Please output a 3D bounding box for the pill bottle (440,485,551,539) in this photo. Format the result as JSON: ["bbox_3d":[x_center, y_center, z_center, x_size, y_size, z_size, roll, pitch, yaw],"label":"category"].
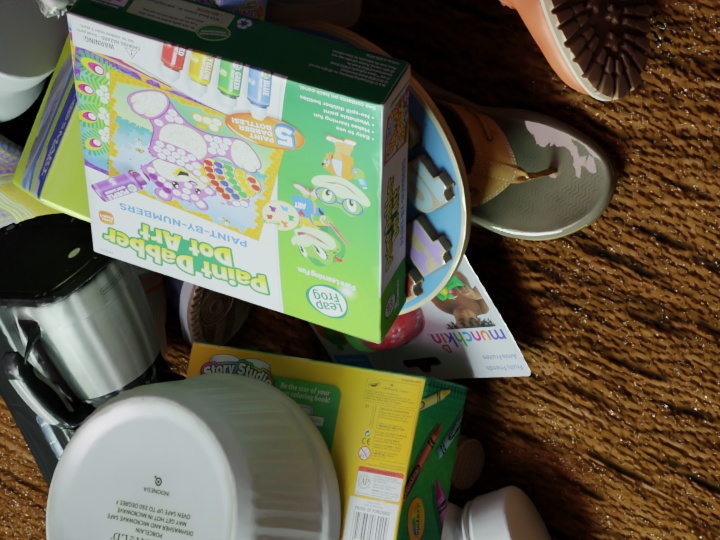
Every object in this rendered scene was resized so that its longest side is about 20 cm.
[{"bbox_3d":[0.033,0.227,1.657,0.200,0.113,0.113,-24,103,17],"label":"pill bottle"}]

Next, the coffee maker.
[{"bbox_3d":[-0.206,0.065,1.742,0.192,0.135,0.200,25,144,57],"label":"coffee maker"}]

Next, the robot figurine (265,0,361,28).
[{"bbox_3d":[-0.033,-0.239,1.423,0.170,0.113,0.200,-116,21,-46],"label":"robot figurine"}]

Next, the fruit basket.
[{"bbox_3d":[0.000,0.000,1.591,0.185,0.094,0.200,-5,118,47],"label":"fruit basket"}]

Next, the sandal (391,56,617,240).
[{"bbox_3d":[0.058,-0.075,1.459,0.200,0.054,0.080,26,104,8],"label":"sandal"}]

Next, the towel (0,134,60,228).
[{"bbox_3d":[-0.305,-0.069,1.772,0.143,0.023,0.200,-8,158,22],"label":"towel"}]

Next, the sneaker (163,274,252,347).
[{"bbox_3d":[-0.135,-0.038,1.715,0.108,0.070,0.200,31,140,32],"label":"sneaker"}]

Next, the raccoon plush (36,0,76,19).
[{"bbox_3d":[-0.242,-0.257,1.672,0.134,0.097,0.200,56,173,-26],"label":"raccoon plush"}]

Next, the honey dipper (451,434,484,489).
[{"bbox_3d":[0.003,0.114,1.722,0.200,0.038,0.038,16,129,40],"label":"honey dipper"}]

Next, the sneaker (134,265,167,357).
[{"bbox_3d":[-0.230,0.033,1.856,0.200,0.075,0.105,9,120,36],"label":"sneaker"}]

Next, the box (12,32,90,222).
[{"bbox_3d":[-0.183,-0.099,1.597,0.048,0.122,0.200,21,180,-16],"label":"box"}]

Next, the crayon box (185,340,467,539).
[{"bbox_3d":[-0.033,0.120,1.627,0.200,0.058,0.119,8,85,34],"label":"crayon box"}]

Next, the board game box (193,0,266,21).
[{"bbox_3d":[-0.112,-0.214,1.426,0.200,0.037,0.151,57,153,32],"label":"board game box"}]

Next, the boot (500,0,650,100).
[{"bbox_3d":[0.093,-0.183,1.379,0.107,0.075,0.200,-23,93,54],"label":"boot"}]

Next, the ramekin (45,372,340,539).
[{"bbox_3d":[-0.120,0.164,1.583,0.202,0.094,0.203,-6,78,31],"label":"ramekin"}]

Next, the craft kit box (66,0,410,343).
[{"bbox_3d":[-0.070,-0.064,1.405,0.200,0.049,0.198,17,141,16],"label":"craft kit box"}]

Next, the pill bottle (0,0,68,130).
[{"bbox_3d":[-0.300,-0.149,1.756,0.200,0.116,0.116,-27,98,52],"label":"pill bottle"}]

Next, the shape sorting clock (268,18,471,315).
[{"bbox_3d":[-0.020,-0.059,1.459,0.200,0.039,0.200,20,130,25],"label":"shape sorting clock"}]
